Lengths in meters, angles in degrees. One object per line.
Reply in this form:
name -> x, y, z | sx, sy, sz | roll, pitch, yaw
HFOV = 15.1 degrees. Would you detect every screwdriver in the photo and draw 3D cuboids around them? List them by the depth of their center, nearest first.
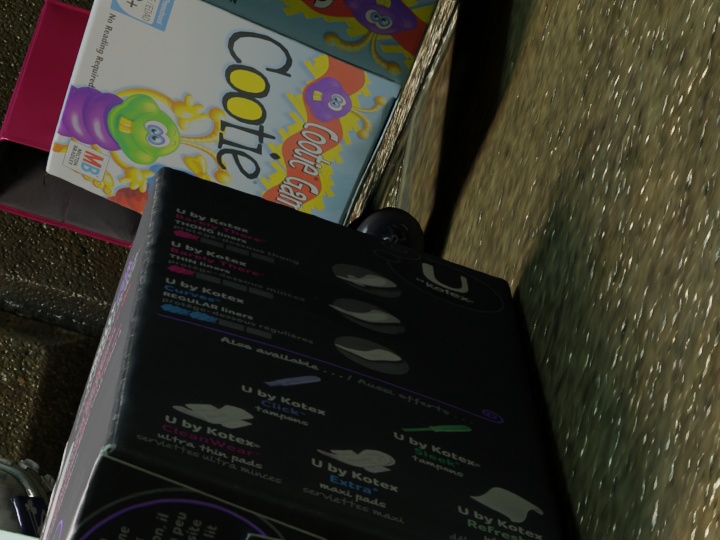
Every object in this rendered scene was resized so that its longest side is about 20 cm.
screwdriver -> 0.000, 0.000, 0.980 | 0.029, 0.028, 0.200 | -46, 0, -10

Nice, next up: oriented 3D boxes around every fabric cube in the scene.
fabric cube -> -0.329, -0.177, 3.304 | 0.196, 0.198, 0.201 | 118, 167, -64

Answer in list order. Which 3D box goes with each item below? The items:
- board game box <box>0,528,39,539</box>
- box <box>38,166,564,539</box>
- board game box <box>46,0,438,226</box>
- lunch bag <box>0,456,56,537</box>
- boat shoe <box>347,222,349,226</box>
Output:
board game box -> -0.101, 0.166, 0.948 | 0.199, 0.029, 0.136 | 5, 77, 47
box -> -0.023, 0.071, 0.656 | 0.200, 0.105, 0.123 | -93, 22, -71
board game box -> -0.020, -0.113, 0.944 | 0.105, 0.102, 0.201 | 114, 178, -46
lunch bag -> -0.148, 0.174, 1.124 | 0.200, 0.138, 0.169 | 56, -139, -69
boat shoe -> -0.041, 0.029, 1.059 | 0.201, 0.060, 0.074 | -85, 6, -47
